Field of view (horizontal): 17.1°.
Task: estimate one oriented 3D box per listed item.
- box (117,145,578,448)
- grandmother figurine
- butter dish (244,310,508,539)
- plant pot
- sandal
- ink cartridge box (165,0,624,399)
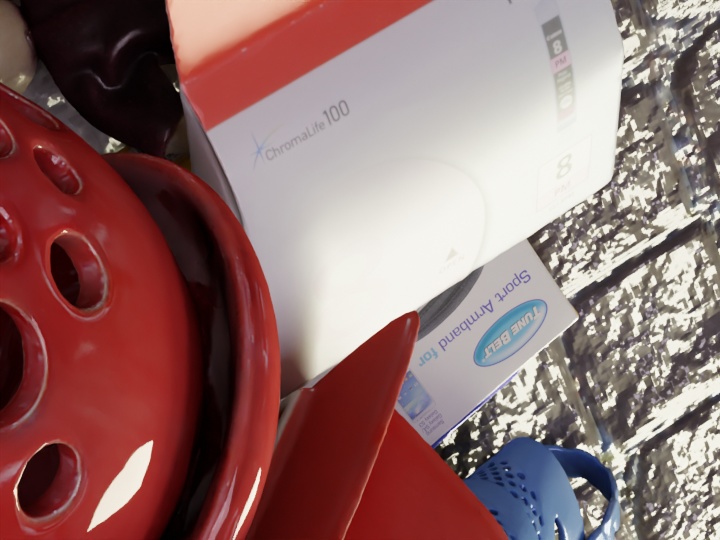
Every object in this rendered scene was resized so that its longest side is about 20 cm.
[{"bbox_3d":[0.000,0.000,0.923,0.119,0.041,0.200,-40,123,-5],"label":"box"},{"bbox_3d":[-0.069,-0.092,0.823,0.199,0.122,0.061,-18,162,-9],"label":"grandmother figurine"},{"bbox_3d":[-0.014,0.151,0.807,0.148,0.200,0.199,35,135,-10],"label":"butter dish"},{"bbox_3d":[-0.138,0.036,0.707,0.182,0.200,0.201,22,102,-42],"label":"plant pot"},{"bbox_3d":[0.050,0.104,0.957,0.087,0.079,0.200,-65,157,0],"label":"sandal"},{"bbox_3d":[0.017,-0.065,0.801,0.162,0.057,0.200,-32,152,-20],"label":"ink cartridge box"}]
